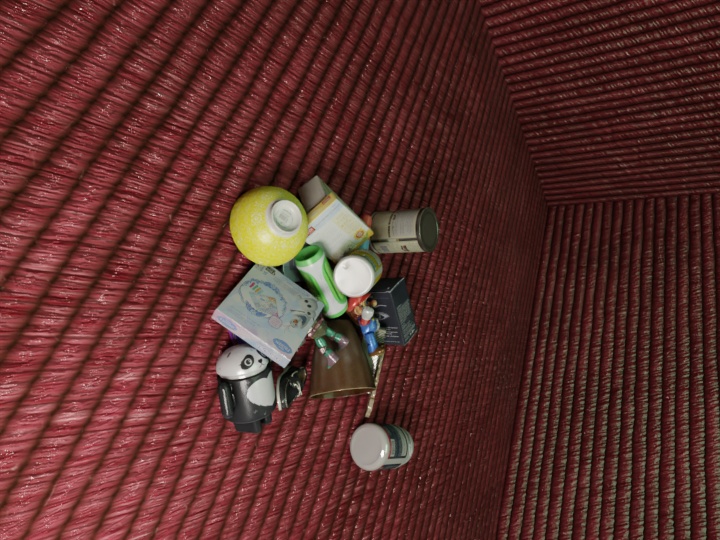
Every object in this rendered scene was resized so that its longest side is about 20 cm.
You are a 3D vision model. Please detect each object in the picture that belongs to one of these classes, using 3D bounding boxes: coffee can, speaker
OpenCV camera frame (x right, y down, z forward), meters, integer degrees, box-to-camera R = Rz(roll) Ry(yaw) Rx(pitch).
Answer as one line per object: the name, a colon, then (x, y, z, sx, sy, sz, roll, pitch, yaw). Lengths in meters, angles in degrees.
coffee can: (0.143, -0.132, 1.696, 0.146, 0.199, 0.147, 1, 89, -56)
speaker: (-0.104, 0.033, 1.368, 0.089, 0.088, 0.200, -55, 133, -41)

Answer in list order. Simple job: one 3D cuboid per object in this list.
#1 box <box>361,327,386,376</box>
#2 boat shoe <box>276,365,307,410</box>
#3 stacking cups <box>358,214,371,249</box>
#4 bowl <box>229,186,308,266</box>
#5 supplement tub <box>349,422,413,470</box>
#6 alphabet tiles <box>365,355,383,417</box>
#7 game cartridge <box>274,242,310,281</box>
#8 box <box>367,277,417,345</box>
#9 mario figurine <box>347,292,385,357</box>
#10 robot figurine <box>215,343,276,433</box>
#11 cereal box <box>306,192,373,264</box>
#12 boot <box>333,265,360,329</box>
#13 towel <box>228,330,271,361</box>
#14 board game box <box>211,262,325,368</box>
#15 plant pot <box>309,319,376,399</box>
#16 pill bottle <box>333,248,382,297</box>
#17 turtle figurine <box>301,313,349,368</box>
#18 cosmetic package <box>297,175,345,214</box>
box: (0.025, 0.272, 1.571, 0.082, 0.068, 0.201, 15, 88, -86)
boat shoe: (-0.170, 0.289, 1.261, 0.200, 0.060, 0.074, -85, 173, -85)
stacking cups: (0.004, -0.082, 1.614, 0.060, 0.060, 0.201, 28, 65, -52)
bowl: (-0.200, -0.117, 1.211, 0.199, 0.108, 0.201, 8, 76, -34)
supplement tub: (0.072, 0.565, 1.626, 0.200, 0.140, 0.141, 27, 67, -53)
alphabet tiles: (0.047, 0.359, 1.605, 0.196, 0.015, 0.201, 101, 4, -59)
game cartridge: (-0.178, -0.069, 1.365, 0.133, 0.040, 0.201, -2, 91, -53)
box: (0.082, 0.132, 1.645, 0.104, 0.147, 0.201, -40, 122, -49)
mario figurine: (0.032, 0.141, 1.460, 0.106, 0.123, 0.201, -25, 99, -34)
robot figurine: (-0.258, 0.267, 1.155, 0.124, 0.150, 0.201, -10, 101, -13)
cereal box: (-0.070, -0.109, 1.387, 0.200, 0.144, 0.040, 39, 14, -49)
boot: (-0.036, 0.087, 1.541, 0.200, 0.073, 0.155, 43, 52, -49)
towel: (-0.260, 0.148, 1.249, 0.144, 0.023, 0.201, -40, 122, -48)
board game box: (-0.209, 0.095, 1.188, 0.200, 0.043, 0.199, 36, 41, -4)
plant pot: (-0.061, 0.248, 1.429, 0.187, 0.186, 0.201, 21, 56, -54)
pill bottle: (0.000, 0.000, 1.403, 0.200, 0.112, 0.113, -42, 126, -75)
turtle figurine: (-0.128, 0.153, 1.312, 0.200, 0.101, 0.150, 41, 67, -7)
cosmetic package: (-0.083, -0.166, 1.440, 0.200, 0.073, 0.104, 41, 21, -50)
